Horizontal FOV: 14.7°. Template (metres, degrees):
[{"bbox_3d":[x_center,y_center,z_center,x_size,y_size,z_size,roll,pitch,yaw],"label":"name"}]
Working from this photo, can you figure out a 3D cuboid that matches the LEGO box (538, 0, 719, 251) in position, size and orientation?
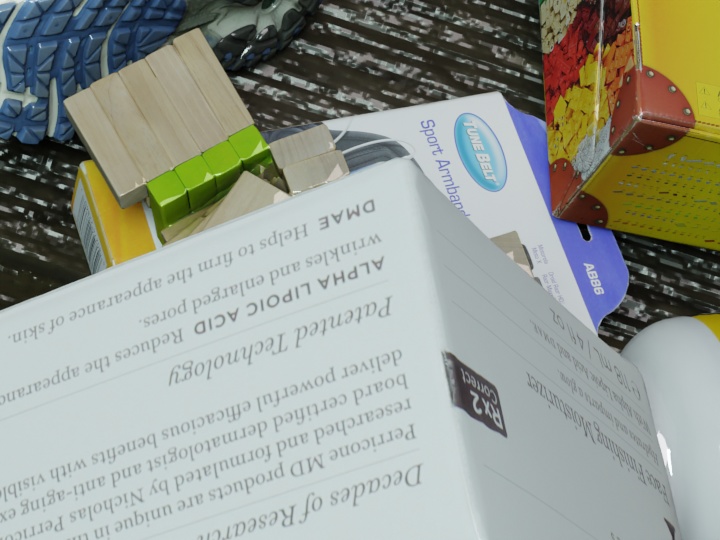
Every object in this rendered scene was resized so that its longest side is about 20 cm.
[{"bbox_3d":[0.178,-0.083,1.123,0.200,0.077,0.149,11,56,-18],"label":"LEGO box"}]

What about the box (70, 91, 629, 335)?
[{"bbox_3d":[0.000,0.000,1.078,0.200,0.041,0.119,-9,64,-21],"label":"box"}]

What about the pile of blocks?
[{"bbox_3d":[-0.019,-0.006,1.024,0.200,0.062,0.082,33,71,15],"label":"pile of blocks"}]

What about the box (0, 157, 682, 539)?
[{"bbox_3d":[-0.019,0.087,0.888,0.200,0.199,0.131,-20,61,19],"label":"box"}]

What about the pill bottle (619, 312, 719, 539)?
[{"bbox_3d":[0.160,0.069,1.034,0.200,0.112,0.112,-4,62,-16],"label":"pill bottle"}]

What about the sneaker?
[{"bbox_3d":[-0.104,-0.110,1.086,0.085,0.077,0.200,43,37,24],"label":"sneaker"}]
